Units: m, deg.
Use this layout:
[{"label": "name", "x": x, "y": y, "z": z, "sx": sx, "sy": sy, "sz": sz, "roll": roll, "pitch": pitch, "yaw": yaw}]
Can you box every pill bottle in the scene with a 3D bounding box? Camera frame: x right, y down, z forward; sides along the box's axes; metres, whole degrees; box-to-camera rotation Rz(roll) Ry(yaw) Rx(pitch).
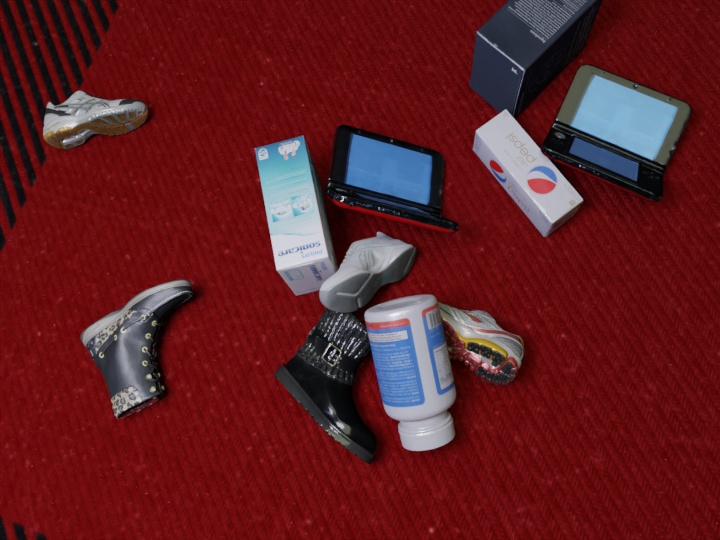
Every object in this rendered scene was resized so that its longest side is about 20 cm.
[{"label": "pill bottle", "x": 0.077, "y": 0.146, "z": 0.874, "sx": 0.109, "sy": 0.112, "sz": 0.206, "roll": -11, "pitch": 94, "yaw": 2}]

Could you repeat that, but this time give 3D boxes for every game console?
[{"label": "game console", "x": 0.409, "y": -0.223, "z": 0.964, "sx": 0.196, "sy": 0.121, "sz": 0.173, "roll": 26, "pitch": 35, "yaw": 13}, {"label": "game console", "x": 0.053, "y": -0.146, "z": 0.946, "sx": 0.194, "sy": 0.172, "sz": 0.122, "roll": 12, "pitch": 100, "yaw": -13}]

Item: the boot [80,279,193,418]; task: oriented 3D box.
[{"label": "boot", "x": -0.333, "y": 0.123, "z": 0.963, "sx": 0.200, "sy": 0.074, "sz": 0.156, "roll": -29, "pitch": 75, "yaw": 3}]

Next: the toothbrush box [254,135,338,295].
[{"label": "toothbrush box", "x": -0.096, "y": -0.082, "z": 0.961, "sx": 0.083, "sy": 0.147, "sz": 0.205, "roll": -14, "pitch": 73, "yaw": 1}]

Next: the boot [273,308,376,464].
[{"label": "boot", "x": -0.016, "y": 0.164, "z": 0.915, "sx": 0.211, "sy": 0.080, "sz": 0.158, "roll": 43, "pitch": 81, "yaw": 16}]

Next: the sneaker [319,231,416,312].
[{"label": "sneaker", "x": 0.000, "y": 0.000, "z": 0.942, "sx": 0.079, "sy": 0.072, "sz": 0.198, "roll": 33, "pitch": 42, "yaw": 28}]

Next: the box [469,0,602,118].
[{"label": "box", "x": 0.289, "y": -0.383, "z": 1.012, "sx": 0.107, "sy": 0.149, "sz": 0.200, "roll": 43, "pitch": 81, "yaw": 16}]

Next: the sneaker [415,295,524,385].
[{"label": "sneaker", "x": 0.158, "y": 0.097, "z": 0.930, "sx": 0.197, "sy": 0.079, "sz": 0.082, "roll": 30, "pitch": 42, "yaw": 22}]

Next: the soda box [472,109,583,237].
[{"label": "soda box", "x": 0.270, "y": -0.160, "z": 0.992, "sx": 0.067, "sy": 0.064, "sz": 0.202, "roll": -33, "pitch": 74, "yaw": -5}]

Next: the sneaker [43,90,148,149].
[{"label": "sneaker", "x": -0.484, "y": -0.292, "z": 1.097, "sx": 0.194, "sy": 0.076, "sz": 0.090, "roll": -13, "pitch": 73, "yaw": 1}]
